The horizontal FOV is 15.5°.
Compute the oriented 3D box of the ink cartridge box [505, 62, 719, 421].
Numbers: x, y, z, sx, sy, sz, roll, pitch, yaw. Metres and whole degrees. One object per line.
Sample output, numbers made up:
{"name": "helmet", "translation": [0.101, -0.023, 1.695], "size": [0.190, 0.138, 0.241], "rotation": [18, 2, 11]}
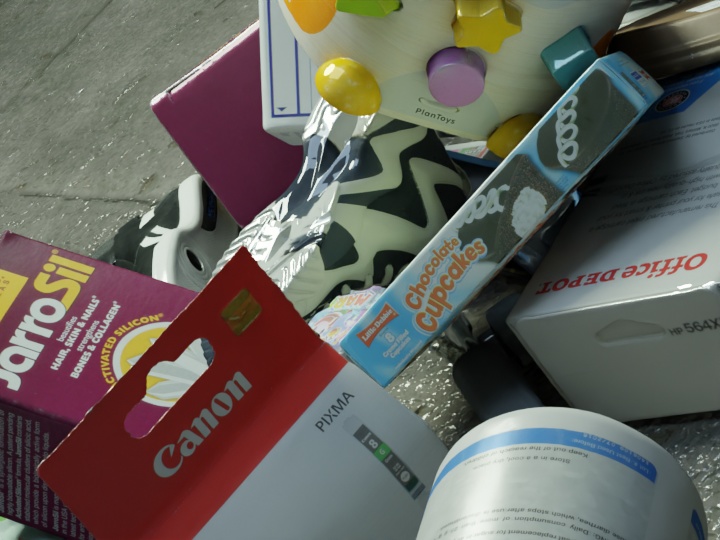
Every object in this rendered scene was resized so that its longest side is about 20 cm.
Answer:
{"name": "ink cartridge box", "translation": [0.187, -0.021, 1.374], "size": [0.145, 0.084, 0.200], "rotation": [-11, 36, 45]}

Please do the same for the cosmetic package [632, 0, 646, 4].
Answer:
{"name": "cosmetic package", "translation": [0.226, -0.231, 1.603], "size": [0.199, 0.074, 0.102], "rotation": [-12, 34, 49]}

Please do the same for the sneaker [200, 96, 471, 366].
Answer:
{"name": "sneaker", "translation": [0.000, 0.000, 1.484], "size": [0.079, 0.130, 0.200], "rotation": [-4, 53, 47]}

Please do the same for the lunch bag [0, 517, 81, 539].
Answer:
{"name": "lunch bag", "translation": [-0.219, 0.194, 1.566], "size": [0.199, 0.077, 0.161], "rotation": [-19, 32, 34]}

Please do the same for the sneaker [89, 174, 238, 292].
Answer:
{"name": "sneaker", "translation": [-0.142, 0.016, 1.786], "size": [0.112, 0.073, 0.200], "rotation": [-35, 16, 16]}

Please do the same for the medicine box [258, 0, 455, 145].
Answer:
{"name": "medicine box", "translation": [0.041, -0.173, 1.578], "size": [0.198, 0.184, 0.103], "rotation": [-2, -2, 6]}

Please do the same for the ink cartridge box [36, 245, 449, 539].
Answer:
{"name": "ink cartridge box", "translation": [-0.039, 0.114, 1.312], "size": [0.161, 0.200, 0.050], "rotation": [-48, 27, -20]}

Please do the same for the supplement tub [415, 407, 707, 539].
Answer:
{"name": "supplement tub", "translation": [0.075, 0.168, 1.146], "size": [0.131, 0.132, 0.201], "rotation": [-22, 28, 31]}

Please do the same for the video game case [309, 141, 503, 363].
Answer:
{"name": "video game case", "translation": [-0.007, -0.005, 1.689], "size": [0.143, 0.018, 0.200], "rotation": [-6, 40, 49]}

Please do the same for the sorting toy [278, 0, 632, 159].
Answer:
{"name": "sorting toy", "translation": [0.067, -0.161, 1.401], "size": [0.180, 0.199, 0.107], "rotation": [120, 161, -51]}

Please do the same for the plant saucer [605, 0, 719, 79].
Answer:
{"name": "plant saucer", "translation": [0.226, -0.148, 1.510], "size": [0.199, 0.030, 0.200], "rotation": [-19, 8, 3]}

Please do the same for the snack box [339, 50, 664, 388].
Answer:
{"name": "snack box", "translation": [0.075, -0.029, 1.381], "size": [0.200, 0.037, 0.116], "rotation": [-47, -3, 13]}

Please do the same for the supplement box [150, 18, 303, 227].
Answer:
{"name": "supplement box", "translation": [-0.055, -0.110, 1.750], "size": [0.131, 0.103, 0.200], "rotation": [-36, 4, 2]}

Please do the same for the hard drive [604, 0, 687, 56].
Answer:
{"name": "hard drive", "translation": [0.178, -0.180, 1.718], "size": [0.199, 0.038, 0.140], "rotation": [-4, 41, 52]}

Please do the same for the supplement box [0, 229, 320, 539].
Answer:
{"name": "supplement box", "translation": [-0.139, 0.078, 1.501], "size": [0.199, 0.104, 0.131], "rotation": [17, 44, 10]}

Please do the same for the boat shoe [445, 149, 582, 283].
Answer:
{"name": "boat shoe", "translation": [0.044, -0.032, 1.576], "size": [0.199, 0.084, 0.069], "rotation": [5, 61, 47]}

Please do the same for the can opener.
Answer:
{"name": "can opener", "translation": [0.082, 0.058, 1.421], "size": [0.066, 0.053, 0.200], "rotation": [-35, 25, 6]}
